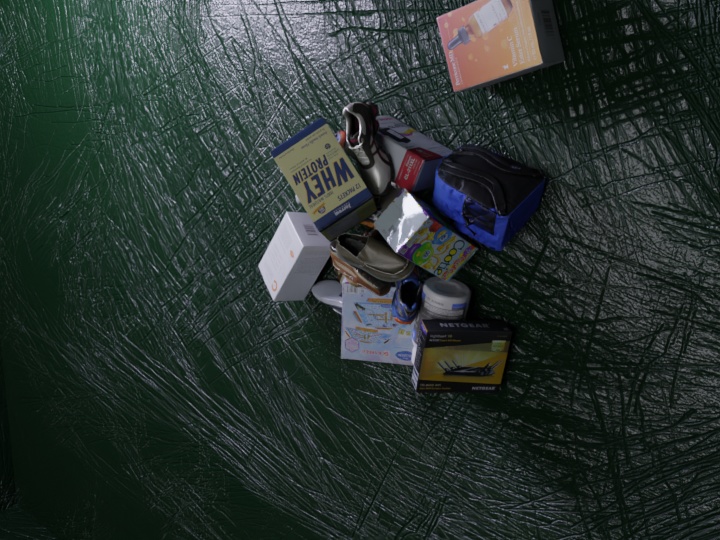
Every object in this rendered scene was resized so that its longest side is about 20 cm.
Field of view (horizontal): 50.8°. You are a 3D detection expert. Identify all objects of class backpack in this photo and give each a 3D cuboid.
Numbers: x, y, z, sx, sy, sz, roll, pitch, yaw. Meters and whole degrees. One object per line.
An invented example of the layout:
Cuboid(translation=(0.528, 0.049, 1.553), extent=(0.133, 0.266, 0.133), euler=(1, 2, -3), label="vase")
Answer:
Cuboid(translation=(0.244, -0.148, 1.552), extent=(0.199, 0.162, 0.169), euler=(34, 143, 23), label="backpack")

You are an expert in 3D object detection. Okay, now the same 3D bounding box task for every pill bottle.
Cuboid(translation=(0.179, 0.126, 1.728), extent=(0.113, 0.113, 0.202), euler=(25, 118, 30), label="pill bottle")

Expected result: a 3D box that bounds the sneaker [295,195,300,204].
Cuboid(translation=(-0.079, -0.163, 1.859), extent=(0.198, 0.081, 0.089), euler=(5, 106, 38), label="sneaker")

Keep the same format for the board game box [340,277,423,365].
Cuboid(translation=(0.053, 0.123, 1.820), extent=(0.198, 0.041, 0.202), euler=(6, 110, 8), label="board game box")

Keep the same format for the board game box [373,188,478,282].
Cuboid(translation=(0.141, -0.072, 1.604), extent=(0.103, 0.199, 0.105), euler=(-48, 50, 14), label="board game box")

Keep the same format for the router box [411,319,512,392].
Cuboid(translation=(0.222, 0.190, 1.673), extent=(0.052, 0.198, 0.159), euler=(-114, 28, -63), label="router box")

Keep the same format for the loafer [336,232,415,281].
Cuboid(translation=(0.025, -0.033, 1.667), extent=(0.198, 0.076, 0.070), euler=(16, 160, 25), label="loafer")

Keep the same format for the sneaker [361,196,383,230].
Cuboid(translation=(0.041, -0.138, 1.754), extent=(0.198, 0.078, 0.078), euler=(15, 103, 8), label="sneaker")

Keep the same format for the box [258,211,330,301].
Cuboid(translation=(-0.166, -0.034, 1.940), extent=(0.201, 0.097, 0.125), euler=(-57, 48, 36), label="box")

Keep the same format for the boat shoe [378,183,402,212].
Cuboid(translation=(0.088, -0.151, 1.714), extent=(0.072, 0.063, 0.202), euler=(-20, 57, 31), label="boat shoe")

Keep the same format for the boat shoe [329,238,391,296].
Cuboid(translation=(0.000, 0.000, 1.757), extent=(0.200, 0.075, 0.074), euler=(44, 141, 38), label="boat shoe")

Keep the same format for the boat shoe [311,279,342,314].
Cuboid(translation=(-0.043, 0.082, 1.925), extent=(0.199, 0.072, 0.068), euler=(17, 137, 36), label="boat shoe")

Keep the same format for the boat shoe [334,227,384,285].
Cuboid(translation=(-0.012, -0.046, 1.853), extent=(0.075, 0.074, 0.203), euler=(51, 129, 24), label="boat shoe")

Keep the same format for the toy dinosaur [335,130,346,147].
Cuboid(translation=(-0.074, -0.238, 1.798), extent=(0.181, 0.105, 0.200), euler=(-44, 90, -2), label="toy dinosaur")

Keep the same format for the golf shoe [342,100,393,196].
Cuboid(translation=(0.007, -0.248, 1.567), extent=(0.077, 0.088, 0.202), euler=(-12, 95, 35), label="golf shoe")

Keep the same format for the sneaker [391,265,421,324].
Cuboid(translation=(0.108, 0.015, 1.695), extent=(0.078, 0.074, 0.202), euler=(128, 139, -71), label="sneaker")

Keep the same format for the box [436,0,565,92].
Cuboid(translation=(0.270, -0.448, 1.466), extent=(0.199, 0.106, 0.154), euler=(-10, 99, 40), label="box")

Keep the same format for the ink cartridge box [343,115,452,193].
Cuboid(translation=(0.084, -0.257, 1.653), extent=(0.199, 0.145, 0.083), euler=(34, 121, 24), label="ink cartridge box")

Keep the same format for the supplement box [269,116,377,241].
Cuboid(translation=(-0.074, -0.189, 1.635), extent=(0.134, 0.200, 0.201), euler=(-33, 84, 1), label="supplement box")
